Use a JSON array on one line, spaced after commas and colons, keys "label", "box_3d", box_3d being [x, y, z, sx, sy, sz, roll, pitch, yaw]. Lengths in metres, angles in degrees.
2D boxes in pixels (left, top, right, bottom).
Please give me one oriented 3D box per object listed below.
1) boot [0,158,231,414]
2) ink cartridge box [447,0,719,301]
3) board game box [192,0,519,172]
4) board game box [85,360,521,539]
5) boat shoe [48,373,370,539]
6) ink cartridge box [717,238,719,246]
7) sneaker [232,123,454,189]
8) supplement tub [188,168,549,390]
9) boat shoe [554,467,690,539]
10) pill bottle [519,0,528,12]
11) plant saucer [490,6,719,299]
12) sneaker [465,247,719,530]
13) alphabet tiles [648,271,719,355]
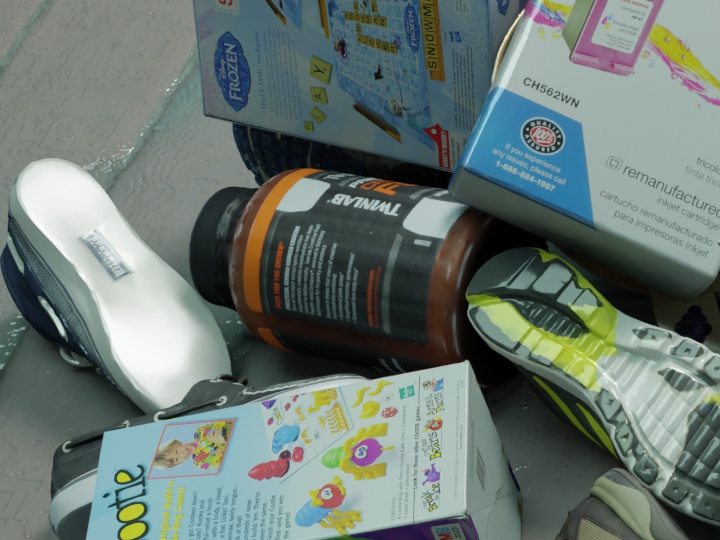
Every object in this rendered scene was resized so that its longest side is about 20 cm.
[{"label": "boot", "box_3d": [-0.146, 0.032, 1.436, 0.072, 0.091, 0.200, -21, 62, -29]}, {"label": "ink cartridge box", "box_3d": [0.151, -0.107, 1.260, 0.144, 0.085, 0.201, 24, 80, 2]}, {"label": "board game box", "box_3d": [-0.006, -0.163, 1.369, 0.198, 0.201, 0.041, 15, 37, 25]}, {"label": "board game box", "box_3d": [-0.027, 0.134, 1.227, 0.199, 0.103, 0.105, -11, 41, 14]}, {"label": "boat shoe", "box_3d": [-0.081, 0.090, 1.330, 0.199, 0.070, 0.067, -24, 52, 12]}, {"label": "ink cartridge box", "box_3d": [0.275, 0.017, 1.133, 0.175, 0.201, 0.084, -40, 41, -19]}, {"label": "sneaker", "box_3d": [0.016, -0.072, 1.471, 0.199, 0.077, 0.085, 15, 45, 26]}, {"label": "supplement tub", "box_3d": [0.000, 0.000, 1.362, 0.199, 0.107, 0.107, 11, 50, 34]}, {"label": "boat shoe", "box_3d": [0.142, 0.165, 1.132, 0.073, 0.075, 0.200, -41, 22, -1]}, {"label": "pill bottle", "box_3d": [0.091, -0.178, 1.475, 0.113, 0.114, 0.200, -10, 22, 16]}, {"label": "plant saucer", "box_3d": [0.160, -0.073, 1.349, 0.199, 0.035, 0.201, 6, 69, -15]}, {"label": "sneaker", "box_3d": [0.143, 0.062, 1.248, 0.074, 0.085, 0.200, -46, 65, -3]}, {"label": "alphabet tiles", "box_3d": [0.247, -0.020, 1.275, 0.199, 0.008, 0.168, -14, 71, 11]}]
